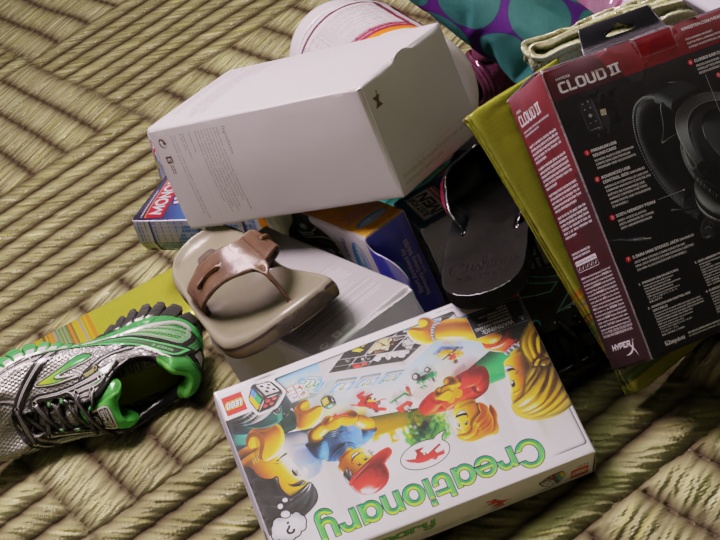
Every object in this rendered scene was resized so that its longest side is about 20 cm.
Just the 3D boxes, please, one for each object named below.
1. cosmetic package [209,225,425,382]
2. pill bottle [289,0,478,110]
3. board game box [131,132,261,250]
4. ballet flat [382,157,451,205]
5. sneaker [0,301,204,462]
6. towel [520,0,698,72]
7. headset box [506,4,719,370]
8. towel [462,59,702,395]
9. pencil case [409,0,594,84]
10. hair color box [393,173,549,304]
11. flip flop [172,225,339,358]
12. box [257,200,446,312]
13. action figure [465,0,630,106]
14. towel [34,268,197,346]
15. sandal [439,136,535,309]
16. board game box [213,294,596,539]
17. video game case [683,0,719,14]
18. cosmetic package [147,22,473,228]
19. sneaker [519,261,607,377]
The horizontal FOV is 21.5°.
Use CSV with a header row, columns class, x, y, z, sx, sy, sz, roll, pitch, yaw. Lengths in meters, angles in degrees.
class,x,y,z,sx,sy,sz,roll,pitch,yaw
cosmetic package,-0.027,0.050,1.286,0.090,0.107,0.200,-38,31,-15
pill bottle,0.011,-0.149,1.468,0.109,0.110,0.200,-29,22,-6
board game box,-0.099,-0.069,1.557,0.199,0.062,0.200,-1,32,22
ballet flat,0.059,-0.068,1.449,0.200,0.067,0.070,-33,47,-9
sneaker,-0.210,0.091,1.408,0.199,0.078,0.085,-25,28,1
towel,0.211,-0.152,1.382,0.148,0.037,0.200,-16,-16,21
headset box,0.190,-0.061,1.133,0.148,0.201,0.077,-21,-4,-14
towel,0.144,-0.027,1.175,0.086,0.201,0.018,-33,3,-33
pencil case,0.100,-0.207,1.484,0.085,0.200,0.093,-52,-1,-42
hair color box,0.134,-0.048,1.321,0.199,0.100,0.061,-30,28,-7
flip flop,-0.080,0.001,1.243,0.081,0.058,0.200,-35,27,-11
box,0.000,0.000,1.335,0.041,0.119,0.200,-36,29,-21
action figure,0.135,-0.177,1.578,0.200,0.134,0.149,-37,56,-22
towel,-0.184,0.046,1.518,0.199,0.018,0.086,-29,31,-7
sandal,0.083,-0.048,1.211,0.075,0.045,0.200,-17,28,16
board game box,0.025,0.097,1.136,0.199,0.035,0.127,-21,61,-7
video game case,0.306,-0.112,1.203,0.022,0.182,0.200,-52,26,7
cosmetic package,-0.034,-0.097,1.289,0.199,0.085,0.108,-5,26,41
sneaker,0.138,0.027,1.215,0.200,0.076,0.079,-38,32,-22
